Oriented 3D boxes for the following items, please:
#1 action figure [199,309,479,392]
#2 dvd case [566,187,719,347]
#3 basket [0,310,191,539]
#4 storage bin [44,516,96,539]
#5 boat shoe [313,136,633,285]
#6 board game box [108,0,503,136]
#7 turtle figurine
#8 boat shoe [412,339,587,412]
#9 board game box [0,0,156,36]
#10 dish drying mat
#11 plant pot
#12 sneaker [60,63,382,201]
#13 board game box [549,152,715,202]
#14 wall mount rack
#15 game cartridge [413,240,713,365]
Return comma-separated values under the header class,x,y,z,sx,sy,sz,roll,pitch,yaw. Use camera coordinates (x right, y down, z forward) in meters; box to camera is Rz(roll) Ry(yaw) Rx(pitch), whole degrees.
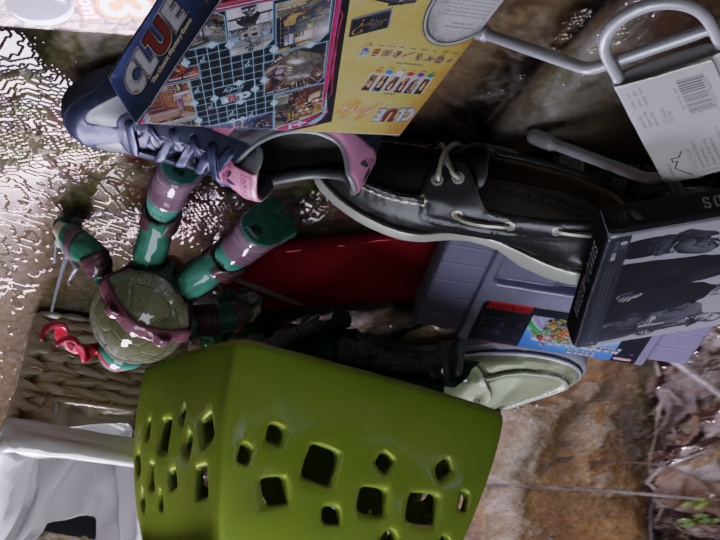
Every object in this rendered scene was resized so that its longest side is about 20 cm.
class,x,y,z,sx,sy,sz,roll,pitch,yaw
action figure,-0.026,0.056,1.273,0.199,0.055,0.118,5,-174,21
dvd case,0.234,-0.009,1.091,0.199,0.025,0.150,-10,153,-7
basket,-0.207,0.133,1.360,0.135,0.124,0.200,9,146,-10
storage bin,-0.250,0.261,1.507,0.200,0.135,0.146,29,124,-22
boat shoe,0.071,-0.049,1.094,0.199,0.074,0.060,20,141,-3
board game box,-0.015,-0.130,0.904,0.200,0.035,0.136,-2,139,-49
turtle figurine,-0.132,0.009,1.179,0.149,0.101,0.200,25,134,-18
boat shoe,0.072,0.090,1.330,0.199,0.062,0.072,-8,146,17
board game box,-0.163,-0.203,0.859,0.199,0.097,0.160,4,148,-1
dish drying mat,0.000,0.000,1.236,0.199,0.018,0.077,-4,145,11
plant pot,-0.046,0.163,1.182,0.199,0.182,0.199,18,165,-21
sneaker,-0.085,-0.080,1.057,0.199,0.082,0.070,-3,147,9
board game box,0.168,-0.011,1.206,0.104,0.024,0.200,5,147,1
wall mount rack,0.159,-0.105,1.018,0.173,0.075,0.200,-15,143,19
game cartridge,0.145,0.013,1.195,0.199,0.039,0.130,9,143,-7
